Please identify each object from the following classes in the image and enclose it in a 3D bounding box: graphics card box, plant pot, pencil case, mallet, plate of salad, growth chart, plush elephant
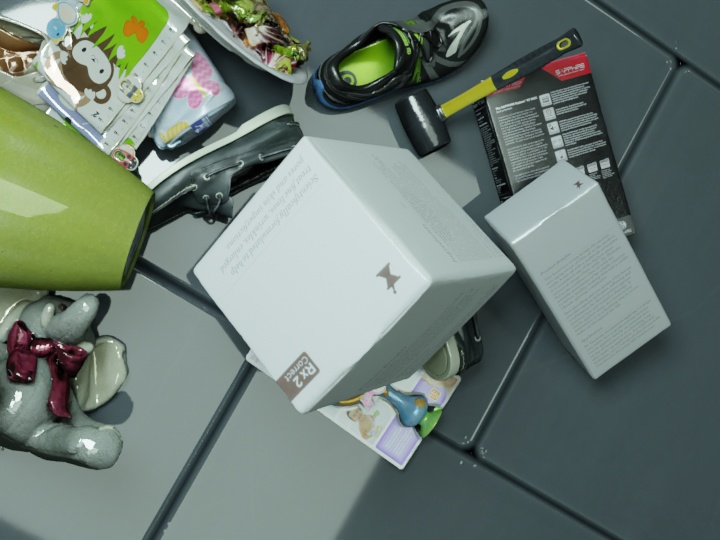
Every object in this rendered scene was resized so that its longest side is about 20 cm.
[{"bbox_3d":[0.203,-0.115,1.014,0.125,0.051,0.201,-18,92,-11],"label":"graphics card box"},{"bbox_3d":[-0.289,-0.059,0.837,0.199,0.187,0.188,19,85,-8],"label":"plant pot"},{"bbox_3d":[-0.205,-0.215,0.917,0.091,0.083,0.200,-33,96,4],"label":"pencil case"},{"bbox_3d":[0.123,-0.193,0.959,0.200,0.041,0.066,-34,88,24],"label":"mallet"},{"bbox_3d":[-0.116,-0.252,0.882,0.200,0.200,0.048,44,108,-8],"label":"plate of salad"},{"bbox_3d":[-0.230,-0.186,0.876,0.144,0.018,0.200,31,106,0],"label":"growth chart"},{"bbox_3d":[-0.285,0.082,0.866,0.164,0.200,0.155,36,59,-22],"label":"plush elephant"}]

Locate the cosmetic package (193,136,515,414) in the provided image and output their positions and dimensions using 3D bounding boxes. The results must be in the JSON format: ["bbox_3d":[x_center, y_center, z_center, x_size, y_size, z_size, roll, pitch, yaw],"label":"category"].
[{"bbox_3d":[0.000,0.000,0.849,0.165,0.200,0.165,-47,71,22],"label":"cosmetic package"}]

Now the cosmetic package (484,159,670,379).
[{"bbox_3d":[0.220,0.002,0.960,0.101,0.071,0.200,-35,121,1],"label":"cosmetic package"}]

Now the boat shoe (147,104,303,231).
[{"bbox_3d":[-0.134,-0.084,0.933,0.199,0.075,0.066,-34,84,-20],"label":"boat shoe"}]

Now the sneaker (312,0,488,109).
[{"bbox_3d":[0.047,-0.220,0.968,0.199,0.083,0.071,-25,94,-11],"label":"sneaker"}]

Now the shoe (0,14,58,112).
[{"bbox_3d":[-0.328,-0.199,0.905,0.199,0.053,0.070,25,84,-10],"label":"shoe"}]

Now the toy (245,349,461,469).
[{"bbox_3d":[-0.001,0.100,0.969,0.200,0.047,0.115,37,80,-9],"label":"toy"}]

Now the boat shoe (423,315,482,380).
[{"bbox_3d":[0.082,0.007,0.972,0.066,0.074,0.200,-9,78,-33],"label":"boat shoe"}]
